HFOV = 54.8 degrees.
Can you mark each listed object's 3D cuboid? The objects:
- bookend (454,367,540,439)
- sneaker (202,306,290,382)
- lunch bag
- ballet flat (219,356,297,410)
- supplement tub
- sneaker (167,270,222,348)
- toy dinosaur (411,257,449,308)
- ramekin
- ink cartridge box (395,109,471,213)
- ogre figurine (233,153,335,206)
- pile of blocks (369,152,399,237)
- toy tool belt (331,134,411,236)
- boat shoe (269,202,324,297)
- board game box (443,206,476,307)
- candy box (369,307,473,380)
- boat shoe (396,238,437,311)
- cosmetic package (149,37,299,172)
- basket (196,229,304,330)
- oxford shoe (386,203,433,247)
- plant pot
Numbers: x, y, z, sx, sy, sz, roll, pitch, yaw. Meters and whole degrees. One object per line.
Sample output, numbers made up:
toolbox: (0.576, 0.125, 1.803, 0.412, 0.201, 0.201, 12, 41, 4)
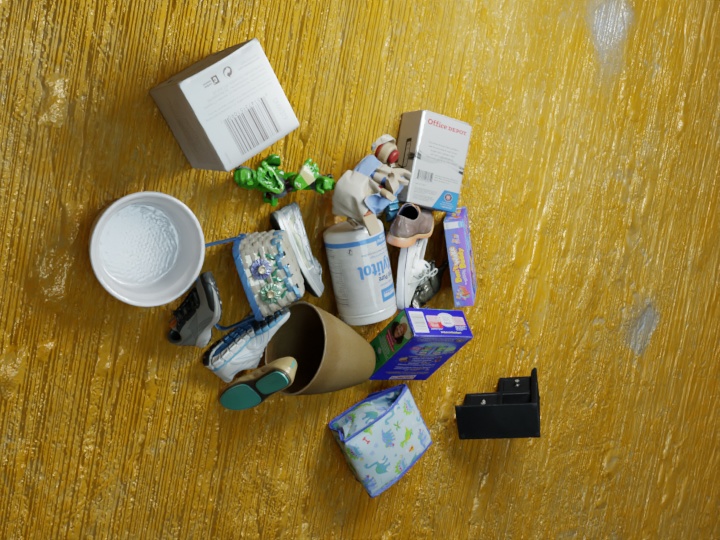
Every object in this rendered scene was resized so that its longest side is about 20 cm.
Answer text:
bookend: (0.352, 0.334, 1.753, 0.200, 0.196, 0.093, -51, 133, -67)
sneaker: (-0.218, 0.149, 1.406, 0.199, 0.075, 0.087, -37, 123, -9)
lunch bag: (0.053, 0.374, 1.571, 0.199, 0.127, 0.171, -30, 112, -13)
ballet flat: (-0.199, 0.226, 1.386, 0.069, 0.199, 0.063, 53, 33, -18)
supplement tub: (0.000, 0.000, 1.474, 0.131, 0.131, 0.202, -20, 108, -27)
sneaker: (-0.306, 0.080, 1.281, 0.079, 0.074, 0.201, -3, 141, -31)
toy dinosaur: (0.149, 0.037, 1.616, 0.201, 0.076, 0.103, -58, 142, -29)
ramekin: (-0.390, -0.043, 1.247, 0.198, 0.097, 0.203, -6, 102, -31)
ink cartridge box: (0.155, -0.242, 1.556, 0.145, 0.084, 0.203, 9, 92, -32)
ogre figurine: (-0.163, -0.176, 1.352, 0.198, 0.119, 0.099, -22, 105, -28)
pile of blocks: (0.041, -0.161, 1.501, 0.062, 0.082, 0.203, -15, 106, -29)
toy tool belt: (0.041, -0.165, 1.399, 0.122, 0.125, 0.200, 36, 67, 14)
boat shoe: (-0.118, -0.039, 1.431, 0.064, 0.074, 0.204, -30, 106, -19)
board game box: (0.233, -0.034, 1.613, 0.044, 0.135, 0.203, -6, 105, 14)
candy box: (0.122, 0.167, 1.542, 0.167, 0.200, 0.078, 5, 51, -33)
boat shoe: (0.128, -0.002, 1.539, 0.075, 0.085, 0.204, 78, 19, -60)
cosmetic package: (-0.245, -0.289, 1.235, 0.164, 0.199, 0.166, -37, 115, -21)
basket: (-0.220, 0.010, 1.348, 0.198, 0.139, 0.178, -18, 110, 8)
oxford shoe: (0.120, -0.111, 1.508, 0.200, 0.071, 0.074, -40, 145, -61)
plant pot: (-0.068, 0.179, 1.450, 0.199, 0.185, 0.189, 20, 87, -44)
